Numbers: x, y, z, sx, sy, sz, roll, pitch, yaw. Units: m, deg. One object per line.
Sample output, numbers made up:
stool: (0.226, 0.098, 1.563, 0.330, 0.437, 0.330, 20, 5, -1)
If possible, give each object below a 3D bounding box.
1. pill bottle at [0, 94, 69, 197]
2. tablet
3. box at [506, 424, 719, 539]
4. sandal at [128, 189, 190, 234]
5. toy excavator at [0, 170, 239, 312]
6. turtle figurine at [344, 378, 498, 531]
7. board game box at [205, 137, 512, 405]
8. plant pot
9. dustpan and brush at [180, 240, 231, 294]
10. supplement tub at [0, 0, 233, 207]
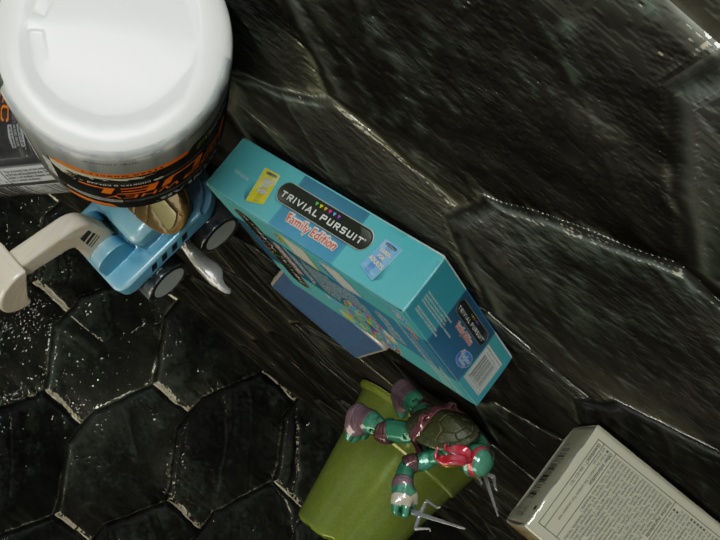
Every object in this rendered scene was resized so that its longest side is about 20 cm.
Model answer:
pill bottle: (-0.227, -0.111, 0.983, 0.199, 0.107, 0.106, -1, 146, 37)
tablet: (-0.034, 0.042, 1.344, 0.130, 0.014, 0.200, 40, 169, -2)
box: (0.214, 0.210, 0.944, 0.200, 0.095, 0.078, 40, 171, 2)
sandal: (-0.193, -0.122, 1.067, 0.201, 0.054, 0.080, 53, 145, 12)
toy excavator: (-0.218, -0.036, 1.109, 0.100, 0.194, 0.200, 45, 178, 15)
turtle figurine: (0.079, 0.180, 1.317, 0.149, 0.102, 0.199, -6, -156, -37)
board game box: (0.000, 0.000, 0.923, 0.199, 0.047, 0.151, 33, 168, 35)
plant pot: (0.021, 0.275, 1.667, 0.200, 0.190, 0.200, 38, 170, 8)
dustpan and brush: (-0.198, -0.058, 1.354, 0.200, 0.057, 0.140, 40, 170, -5)
supplement tub: (-0.133, -0.104, 0.729, 0.122, 0.123, 0.200, 39, 171, -2)
